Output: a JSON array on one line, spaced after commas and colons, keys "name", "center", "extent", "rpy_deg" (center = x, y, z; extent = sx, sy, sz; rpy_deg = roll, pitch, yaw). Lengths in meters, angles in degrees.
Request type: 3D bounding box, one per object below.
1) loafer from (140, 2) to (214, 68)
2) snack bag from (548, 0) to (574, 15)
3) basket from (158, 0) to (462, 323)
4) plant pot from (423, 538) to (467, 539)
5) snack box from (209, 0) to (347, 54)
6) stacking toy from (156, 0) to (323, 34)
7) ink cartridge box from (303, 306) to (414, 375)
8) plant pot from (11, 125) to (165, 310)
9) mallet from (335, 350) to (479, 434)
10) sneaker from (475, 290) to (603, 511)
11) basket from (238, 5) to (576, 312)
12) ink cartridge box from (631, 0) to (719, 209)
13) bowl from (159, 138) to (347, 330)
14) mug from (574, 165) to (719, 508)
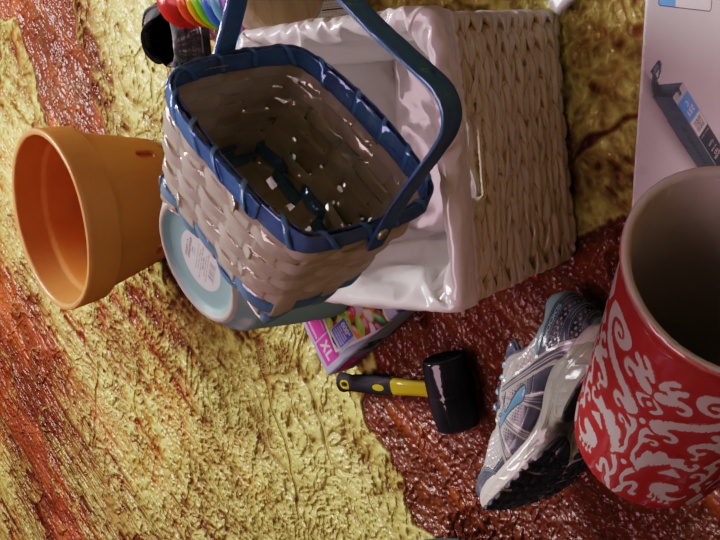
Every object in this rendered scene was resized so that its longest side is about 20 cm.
[{"name": "loafer", "center": [-0.190, -0.239, 1.165], "extent": [0.200, 0.069, 0.069], "rpy_deg": [30, 128, 59]}, {"name": "snack bag", "center": [0.141, -0.304, 0.760], "extent": [0.188, 0.021, 0.203], "rpy_deg": [-40, 70, 52]}, {"name": "basket", "center": [-0.036, -0.086, 0.703], "extent": [0.177, 0.138, 0.201], "rpy_deg": [50, 141, 19]}, {"name": "plant pot", "center": [0.072, 0.340, 0.956], "extent": [0.199, 0.198, 0.200], "rpy_deg": [6, 100, 51]}, {"name": "snack box", "center": [-0.066, -0.189, 1.037], "extent": [0.167, 0.067, 0.204], "rpy_deg": [18, 117, 49]}, {"name": "stacking toy", "center": [-0.114, -0.231, 0.973], "extent": [0.199, 0.084, 0.087], "rpy_deg": [11, 112, 56]}, {"name": "ink cartridge box", "center": [0.000, 0.000, 1.044], "extent": [0.200, 0.041, 0.121], "rpy_deg": [-44, 68, 49]}, {"name": "plant pot", "center": [-0.292, -0.069, 1.320], "extent": [0.199, 0.138, 0.204], "rpy_deg": [22, 119, 47]}, {"name": "mallet", "center": [0.038, 0.114, 1.041], "extent": [0.199, 0.041, 0.067], "rpy_deg": [-17, 91, 59]}, {"name": "sneaker", "center": [0.139, 0.101, 0.882], "extent": [0.087, 0.076, 0.202], "rpy_deg": [59, 135, 38]}, {"name": "basket", "center": [0.038, -0.088, 0.843], "extent": [0.198, 0.159, 0.202], "rpy_deg": [5, 107, 45]}, {"name": "ink cartridge box", "center": [0.244, -0.110, 0.675], "extent": [0.175, 0.044, 0.204], "rpy_deg": [22, 120, 49]}, {"name": "bowl", "center": [-0.103, -0.028, 1.021], "extent": [0.200, 0.104, 0.203], "rpy_deg": [34, 139, 36]}, {"name": "mug", "center": [0.214, 0.065, 0.683], "extent": [0.176, 0.134, 0.201], "rpy_deg": [32, 151, 17]}]
